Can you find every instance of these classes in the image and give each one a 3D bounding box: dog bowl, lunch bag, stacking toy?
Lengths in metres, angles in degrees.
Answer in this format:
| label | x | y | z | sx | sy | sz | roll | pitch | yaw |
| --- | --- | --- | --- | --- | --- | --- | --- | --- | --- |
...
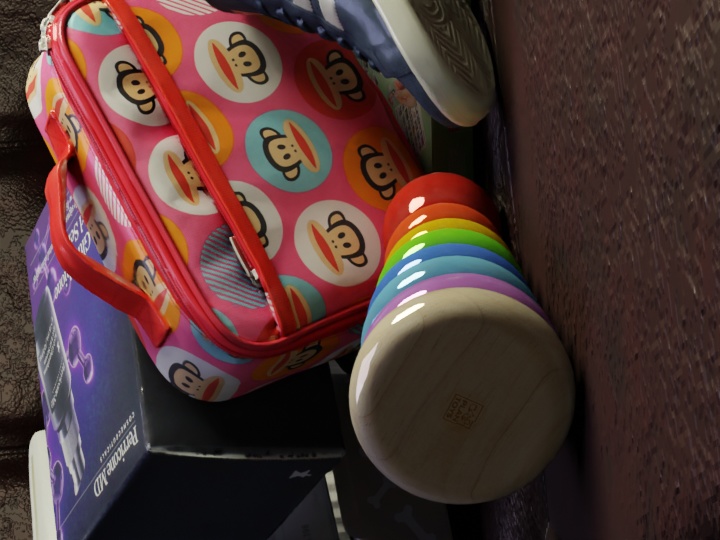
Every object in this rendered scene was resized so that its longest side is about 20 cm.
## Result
| label | x | y | z | sx | sy | sz | roll | pitch | yaw |
| --- | --- | --- | --- | --- | --- | --- | --- | --- | --- |
| dog bowl | 0.018 | 0.151 | 1.090 | 0.200 | 0.058 | 0.202 | 169 | 90 | -88 |
| lunch bag | -0.068 | -0.044 | 0.903 | 0.201 | 0.175 | 0.082 | 60 | 146 | 12 |
| stacking toy | 0.036 | 0.015 | 0.794 | 0.200 | 0.084 | 0.086 | -93 | 0 | -69 |

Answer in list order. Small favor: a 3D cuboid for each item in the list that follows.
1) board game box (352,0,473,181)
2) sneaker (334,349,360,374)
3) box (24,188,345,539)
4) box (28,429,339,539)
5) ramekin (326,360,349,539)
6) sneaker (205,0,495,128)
| label | x | y | z | sx | sy | sz | roll | pitch | yaw |
| --- | --- | --- | --- | --- | --- | --- | --- | --- | --- |
| board game box | 0.002 | -0.101 | 0.960 | 0.134 | 0.029 | 0.202 | 22 | 122 | 46 |
| sneaker | 0.000 | 0.000 | 1.072 | 0.078 | 0.086 | 0.200 | 49 | 180 | -1 |
| box | -0.095 | 0.037 | 0.982 | 0.148 | 0.103 | 0.202 | -52 | 41 | 49 |
| box | -0.088 | 0.210 | 1.112 | 0.201 | 0.169 | 0.200 | -105 | 4 | -53 |
| ramekin | -0.017 | 0.129 | 1.346 | 0.200 | 0.104 | 0.203 | 177 | 90 | -85 |
| sneaker | -0.021 | -0.128 | 0.868 | 0.201 | 0.084 | 0.075 | 54 | -157 | 17 |
